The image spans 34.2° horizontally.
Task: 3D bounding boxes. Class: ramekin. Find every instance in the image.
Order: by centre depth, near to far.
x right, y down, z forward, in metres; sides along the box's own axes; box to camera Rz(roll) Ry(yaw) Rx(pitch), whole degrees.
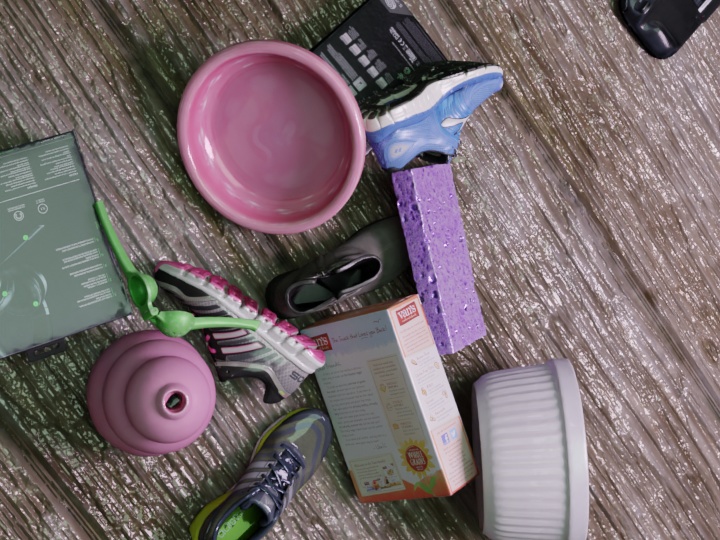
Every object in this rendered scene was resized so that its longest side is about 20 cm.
[{"bbox_3d":[0.175,0.197,1.244,0.104,0.200,0.202,-4,89,2],"label":"ramekin"}]

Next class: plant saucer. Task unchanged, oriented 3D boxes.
[{"bbox_3d":[-0.088,-0.139,1.198,0.199,0.051,0.202,6,114,13],"label":"plant saucer"}]

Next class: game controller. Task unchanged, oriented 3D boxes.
[{"bbox_3d":[0.399,-0.353,1.432,0.200,0.042,0.104,-47,116,-14],"label":"game controller"}]

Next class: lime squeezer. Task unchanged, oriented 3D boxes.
[{"bbox_3d":[-0.186,0.018,1.115,0.200,0.038,0.071,38,71,-15],"label":"lime squeezer"}]

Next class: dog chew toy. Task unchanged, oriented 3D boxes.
[{"bbox_3d":[-0.193,0.119,1.116,0.123,0.200,0.126,1,87,-19],"label":"dog chew toy"}]

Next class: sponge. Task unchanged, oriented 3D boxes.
[{"bbox_3d":[0.087,-0.016,1.273,0.111,0.030,0.202,-16,94,-64],"label":"sponge"}]

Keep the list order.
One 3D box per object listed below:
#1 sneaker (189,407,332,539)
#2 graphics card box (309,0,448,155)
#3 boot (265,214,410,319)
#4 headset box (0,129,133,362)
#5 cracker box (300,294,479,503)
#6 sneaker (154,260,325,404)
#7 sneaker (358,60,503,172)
[{"bbox_3d":[-0.094,0.228,1.208,0.074,0.081,0.200,41,76,-13],"label":"sneaker"},{"bbox_3d":[-0.006,-0.199,1.274,0.200,0.051,0.126,-45,102,-15],"label":"graphics card box"},{"bbox_3d":[0.000,0.000,1.224,0.199,0.131,0.068,-28,97,-18],"label":"boot"},{"bbox_3d":[-0.331,-0.012,1.131,0.173,0.093,0.202,-20,94,-19],"label":"headset box"},{"bbox_3d":[0.029,0.136,1.223,0.058,0.133,0.202,-24,97,-46],"label":"cracker box"},{"bbox_3d":[-0.137,0.067,1.203,0.199,0.074,0.088,34,94,-5],"label":"sneaker"},{"bbox_3d":[0.079,-0.163,1.238,0.199,0.078,0.090,-32,121,-33],"label":"sneaker"}]
